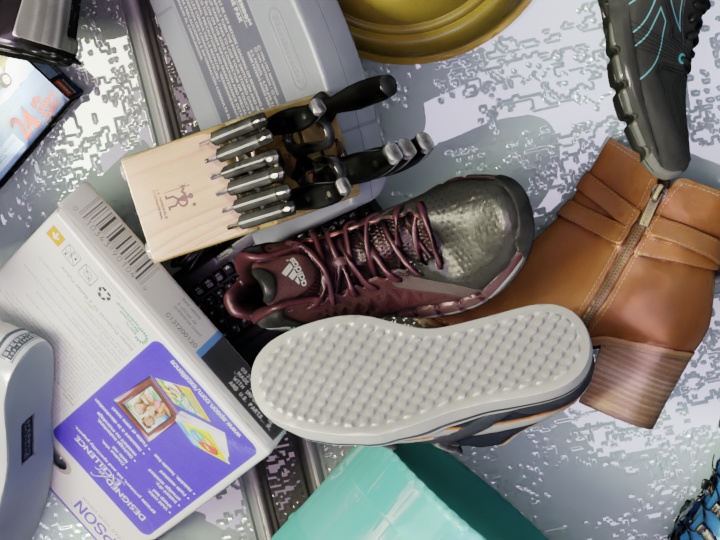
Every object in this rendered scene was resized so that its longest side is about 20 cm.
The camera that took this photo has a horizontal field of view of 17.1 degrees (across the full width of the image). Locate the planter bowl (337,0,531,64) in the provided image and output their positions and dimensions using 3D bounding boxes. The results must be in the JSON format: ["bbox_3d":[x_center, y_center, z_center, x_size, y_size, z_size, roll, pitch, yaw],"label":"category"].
[{"bbox_3d":[0.020,-0.217,1.422,0.198,0.083,0.202,2,103,8],"label":"planter bowl"}]

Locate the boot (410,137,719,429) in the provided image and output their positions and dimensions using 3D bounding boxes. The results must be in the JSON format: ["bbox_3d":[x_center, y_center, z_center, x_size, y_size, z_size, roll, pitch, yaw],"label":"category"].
[{"bbox_3d":[0.123,-0.010,1.467,0.199,0.074,0.156,22,96,6],"label":"boot"}]

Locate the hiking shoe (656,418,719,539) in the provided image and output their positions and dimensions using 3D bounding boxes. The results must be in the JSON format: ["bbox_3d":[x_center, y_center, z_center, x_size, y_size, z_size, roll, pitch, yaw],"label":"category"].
[{"bbox_3d":[0.225,0.160,1.480,0.086,0.074,0.202,1,103,7],"label":"hiking shoe"}]

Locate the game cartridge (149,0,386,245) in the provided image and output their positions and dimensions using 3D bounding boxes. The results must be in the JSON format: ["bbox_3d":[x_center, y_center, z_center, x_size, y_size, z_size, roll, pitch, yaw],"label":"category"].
[{"bbox_3d":[-0.056,-0.122,1.430,0.133,0.041,0.201,-23,89,55],"label":"game cartridge"}]

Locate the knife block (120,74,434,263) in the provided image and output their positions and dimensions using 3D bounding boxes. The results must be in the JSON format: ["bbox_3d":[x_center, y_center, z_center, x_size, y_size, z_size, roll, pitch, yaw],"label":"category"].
[{"bbox_3d":[-0.042,-0.063,1.378,0.174,0.200,0.065,-17,93,6],"label":"knife block"}]

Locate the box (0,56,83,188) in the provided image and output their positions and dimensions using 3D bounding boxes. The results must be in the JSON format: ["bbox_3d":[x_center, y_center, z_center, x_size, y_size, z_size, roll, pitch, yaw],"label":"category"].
[{"bbox_3d":[-0.291,-0.085,1.520,0.136,0.038,0.200,42,105,-2],"label":"box"}]

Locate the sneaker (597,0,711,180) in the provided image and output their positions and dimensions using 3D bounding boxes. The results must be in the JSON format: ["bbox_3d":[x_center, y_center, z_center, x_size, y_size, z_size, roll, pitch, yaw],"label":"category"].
[{"bbox_3d":[0.177,-0.155,1.410,0.079,0.075,0.202,-11,91,0],"label":"sneaker"}]

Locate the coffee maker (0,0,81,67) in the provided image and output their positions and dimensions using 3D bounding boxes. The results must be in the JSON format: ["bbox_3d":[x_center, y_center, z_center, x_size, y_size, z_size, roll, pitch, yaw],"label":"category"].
[{"bbox_3d":[-0.234,-0.236,1.424,0.191,0.135,0.202,17,91,22],"label":"coffee maker"}]

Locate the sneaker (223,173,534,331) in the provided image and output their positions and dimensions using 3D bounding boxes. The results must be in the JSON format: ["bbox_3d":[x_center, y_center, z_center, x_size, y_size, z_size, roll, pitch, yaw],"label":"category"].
[{"bbox_3d":[0.000,0.000,1.397,0.199,0.115,0.076,-24,77,39],"label":"sneaker"}]

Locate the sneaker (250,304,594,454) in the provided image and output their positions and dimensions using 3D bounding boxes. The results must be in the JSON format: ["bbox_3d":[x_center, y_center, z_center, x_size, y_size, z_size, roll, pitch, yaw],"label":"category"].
[{"bbox_3d":[0.039,0.069,1.398,0.198,0.079,0.079,-5,70,8],"label":"sneaker"}]

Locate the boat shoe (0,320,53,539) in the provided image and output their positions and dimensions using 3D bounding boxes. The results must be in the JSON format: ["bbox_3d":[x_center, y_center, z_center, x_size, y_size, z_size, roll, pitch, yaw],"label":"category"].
[{"bbox_3d":[-0.250,0.110,1.527,0.086,0.075,0.203,25,132,19],"label":"boat shoe"}]

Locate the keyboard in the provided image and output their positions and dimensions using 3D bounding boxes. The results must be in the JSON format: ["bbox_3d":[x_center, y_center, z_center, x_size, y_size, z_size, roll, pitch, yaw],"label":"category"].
[{"bbox_3d":[-0.076,0.006,1.509,0.199,0.040,0.104,-35,96,13],"label":"keyboard"}]

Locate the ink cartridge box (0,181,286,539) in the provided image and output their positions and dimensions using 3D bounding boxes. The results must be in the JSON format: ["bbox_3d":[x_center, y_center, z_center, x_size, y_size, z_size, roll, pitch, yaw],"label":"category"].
[{"bbox_3d":[-0.162,0.070,1.515,0.198,0.043,0.200,48,135,-3],"label":"ink cartridge box"}]

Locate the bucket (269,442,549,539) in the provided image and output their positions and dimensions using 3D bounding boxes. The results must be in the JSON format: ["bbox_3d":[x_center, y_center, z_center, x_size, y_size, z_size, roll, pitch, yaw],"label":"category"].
[{"bbox_3d":[0.038,0.198,1.454,0.207,0.207,0.135,39,97,-2],"label":"bucket"}]
